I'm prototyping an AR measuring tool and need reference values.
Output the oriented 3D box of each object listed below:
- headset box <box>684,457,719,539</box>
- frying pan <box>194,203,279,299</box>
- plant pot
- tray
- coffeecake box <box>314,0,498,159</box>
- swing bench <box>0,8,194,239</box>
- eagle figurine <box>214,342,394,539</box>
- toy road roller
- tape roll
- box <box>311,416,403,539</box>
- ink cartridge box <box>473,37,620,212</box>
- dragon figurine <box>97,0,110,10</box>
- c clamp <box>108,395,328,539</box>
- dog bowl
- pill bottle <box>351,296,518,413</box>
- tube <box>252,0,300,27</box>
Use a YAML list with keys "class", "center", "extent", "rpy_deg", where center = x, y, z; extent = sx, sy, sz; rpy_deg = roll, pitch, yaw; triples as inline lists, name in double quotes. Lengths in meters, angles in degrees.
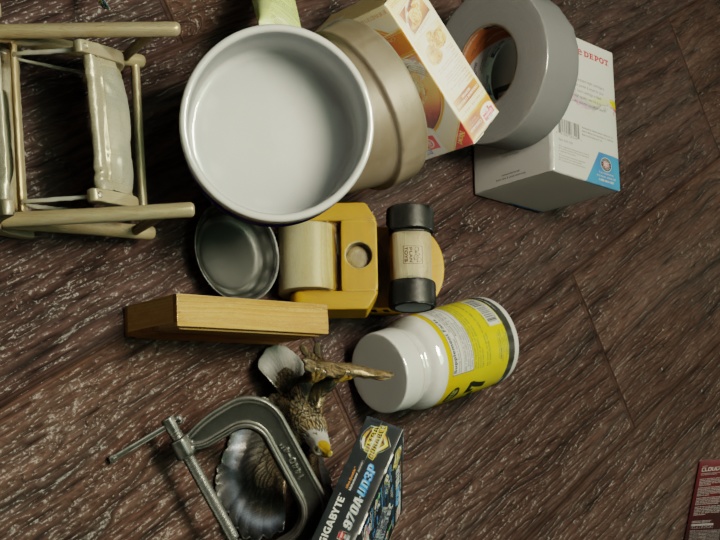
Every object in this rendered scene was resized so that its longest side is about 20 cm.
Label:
- class: "headset box"
  center: [0.572, 0.391, 1.980]
  extent: [0.148, 0.075, 0.202]
  rpy_deg: [38, 57, -31]
- class: "frying pan"
  center: [-0.159, -0.052, 1.432]
  extent: [0.115, 0.031, 0.191]
  rpy_deg: [-43, 106, -40]
- class: "plant pot"
  center: [-0.049, -0.159, 1.470]
  extent: [0.173, 0.199, 0.202]
  rpy_deg: [-31, 101, -26]
- class: "tray"
  center: [-0.140, 0.054, 1.378]
  extent: [0.198, 0.098, 0.038]
  rpy_deg: [7, 76, -42]
- class: "coffeecake box"
  center: [0.050, -0.236, 1.587]
  extent: [0.201, 0.153, 0.073]
  rpy_deg: [54, 51, -19]
- class: "swing bench"
  center: [-0.281, -0.139, 1.271]
  extent: [0.198, 0.129, 0.202]
  rpy_deg: [0, 81, -29]
- class: "eagle figurine"
  center: [-0.067, 0.189, 1.418]
  extent: [0.150, 0.151, 0.202]
  rpy_deg: [21, 101, 3]
- class: "toy road roller"
  center: [0.000, 0.000, 1.529]
  extent: [0.197, 0.146, 0.125]
  rpy_deg: [0, 75, -5]
- class: "tape roll"
  center: [0.185, -0.260, 1.677]
  extent: [0.066, 0.199, 0.203]
  rpy_deg: [6, 76, -43]
- class: "box"
  center: [-0.001, 0.277, 1.406]
  extent: [0.201, 0.045, 0.160]
  rpy_deg: [88, 24, -55]
- class: "ink cartridge box"
  center: [0.251, -0.203, 1.773]
  extent: [0.145, 0.145, 0.203]
  rpy_deg: [12, 72, -40]
- class: "dragon figurine"
  center: [-0.320, -0.357, 1.335]
  extent: [0.099, 0.058, 0.203]
  rpy_deg: [-9, 86, -44]
- class: "c clamp"
  center: [-0.134, 0.222, 1.336]
  extent: [0.170, 0.027, 0.201]
  rpy_deg: [-35, 97, -10]
- class: "dog bowl"
  center: [-0.088, -0.147, 1.343]
  extent: [0.197, 0.079, 0.203]
  rpy_deg: [0, 87, -8]
- class: "pill bottle"
  center: [0.090, 0.104, 1.571]
  extent: [0.198, 0.114, 0.116]
  rpy_deg: [-12, 88, -43]
- class: "tube"
  center: [-0.099, -0.303, 1.467]
  extent: [0.057, 0.052, 0.201]
  rpy_deg: [-2, 40, -11]
